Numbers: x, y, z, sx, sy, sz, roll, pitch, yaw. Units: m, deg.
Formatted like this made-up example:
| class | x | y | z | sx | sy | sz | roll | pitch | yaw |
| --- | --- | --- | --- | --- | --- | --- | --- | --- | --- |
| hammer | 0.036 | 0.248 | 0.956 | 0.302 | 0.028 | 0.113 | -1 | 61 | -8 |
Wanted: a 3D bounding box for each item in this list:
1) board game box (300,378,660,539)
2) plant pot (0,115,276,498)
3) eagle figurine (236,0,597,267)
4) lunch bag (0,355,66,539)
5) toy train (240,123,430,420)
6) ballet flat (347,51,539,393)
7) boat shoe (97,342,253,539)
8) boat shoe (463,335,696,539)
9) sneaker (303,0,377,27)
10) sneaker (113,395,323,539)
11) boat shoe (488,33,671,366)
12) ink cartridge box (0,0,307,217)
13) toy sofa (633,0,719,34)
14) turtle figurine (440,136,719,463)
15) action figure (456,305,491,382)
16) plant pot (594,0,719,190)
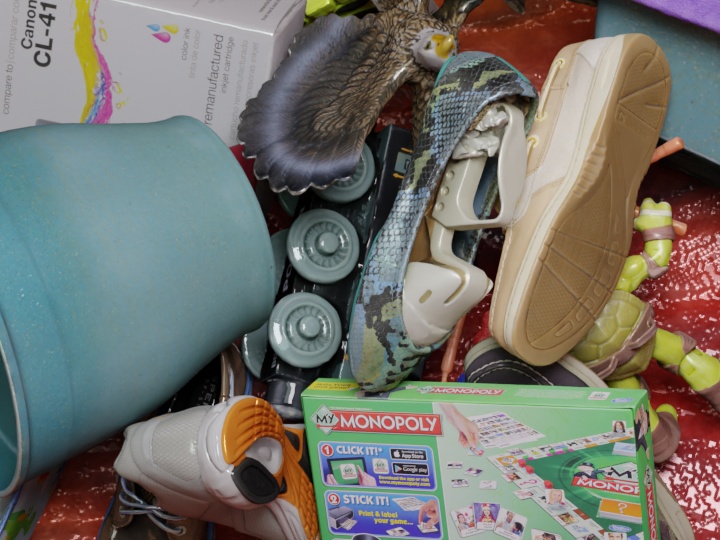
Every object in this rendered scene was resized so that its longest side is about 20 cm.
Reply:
| class | x | y | z | sx | sy | sz | roll | pitch | yaw |
| --- | --- | --- | --- | --- | --- | --- | --- | --- | --- |
| board game box | 0.069 | 0.130 | 1.570 | 0.199 | 0.029 | 0.135 | 2 | 110 | 23 |
| plant pot | -0.159 | 0.001 | 1.579 | 0.188 | 0.200 | 0.200 | -23 | 72 | -25 |
| eagle figurine | 0.028 | -0.107 | 1.621 | 0.151 | 0.151 | 0.200 | 21 | 84 | 22 |
| lunch bag | -0.270 | 0.120 | 1.672 | 0.160 | 0.082 | 0.200 | 22 | 77 | 9 |
| toy train | 0.000 | 0.000 | 1.680 | 0.114 | 0.085 | 0.201 | 16 | 73 | -15 |
| ballet flat | 0.049 | -0.021 | 1.530 | 0.074 | 0.074 | 0.201 | 17 | 97 | 9 |
| boat shoe | -0.120 | 0.130 | 1.662 | 0.072 | 0.072 | 0.201 | 11 | 75 | 8 |
| boat shoe | 0.127 | 0.121 | 1.596 | 0.072 | 0.200 | 0.065 | -24 | 28 | 25 |
| sneaker | -0.041 | -0.191 | 1.748 | 0.200 | 0.074 | 0.084 | -21 | 77 | -1 |
| sneaker | -0.075 | 0.117 | 1.604 | 0.092 | 0.200 | 0.076 | -2 | 69 | 20 |
| boat shoe | 0.112 | -0.041 | 1.566 | 0.069 | 0.074 | 0.200 | 7 | 68 | 43 |
| ink cartridge box | -0.145 | -0.113 | 1.694 | 0.199 | 0.086 | 0.148 | 12 | 116 | 7 |
| toy sofa | 0.148 | -0.195 | 1.540 | 0.200 | 0.098 | 0.083 | 22 | 95 | 11 |
| turtle figurine | 0.157 | 0.033 | 1.620 | 0.200 | 0.064 | 0.161 | -48 | 120 | 2 |
| action figure | 0.068 | 0.081 | 1.668 | 0.052 | 0.065 | 0.200 | 29 | 79 | 34 |
| plant pot | 0.236 | -0.150 | 1.659 | 0.196 | 0.196 | 0.200 | 25 | 87 | 11 |
